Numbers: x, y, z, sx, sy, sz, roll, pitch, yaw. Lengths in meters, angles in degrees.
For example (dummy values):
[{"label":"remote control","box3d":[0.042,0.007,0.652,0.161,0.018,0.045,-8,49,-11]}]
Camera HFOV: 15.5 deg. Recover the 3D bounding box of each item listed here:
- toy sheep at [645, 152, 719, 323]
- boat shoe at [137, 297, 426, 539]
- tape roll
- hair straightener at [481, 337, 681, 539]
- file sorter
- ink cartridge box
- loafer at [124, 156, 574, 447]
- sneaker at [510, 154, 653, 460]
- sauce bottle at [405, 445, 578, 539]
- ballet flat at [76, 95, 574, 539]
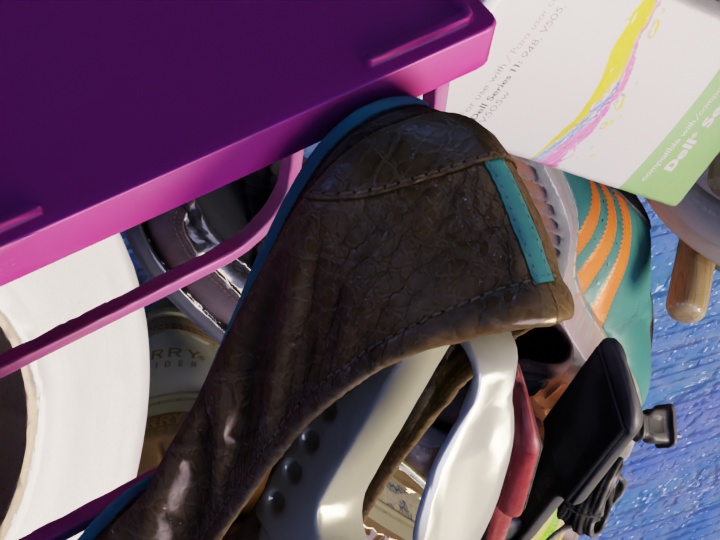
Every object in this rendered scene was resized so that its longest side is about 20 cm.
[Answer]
[{"label":"toy sheep","box3d":[0.157,-0.057,0.948,0.138,0.138,0.200,-29,160,-22]},{"label":"boat shoe","box3d":[-0.011,0.077,0.923,0.073,0.063,0.200,-17,143,24]},{"label":"tape roll","box3d":[-0.141,0.049,0.745,0.203,0.037,0.203,-20,116,-46]},{"label":"hair straightener","box3d":[0.080,0.076,0.943,0.077,0.041,0.200,-12,153,-8]},{"label":"file sorter","box3d":[-0.091,-0.052,0.606,0.139,0.200,0.125,-26,149,-26]},{"label":"ink cartridge box","box3d":[0.030,-0.093,0.769,0.067,0.117,0.200,-51,149,17]},{"label":"loafer","box3d":[0.000,0.000,0.870,0.063,0.072,0.200,-20,148,26]},{"label":"sneaker","box3d":[0.061,-0.017,0.962,0.200,0.071,0.080,67,32,-44]},{"label":"sauce bottle","box3d":[0.022,0.066,1.007,0.065,0.065,0.200,-45,145,4]},{"label":"ballet flat","box3d":[-0.013,0.054,0.571,0.068,0.072,0.200,-11,143,-48]}]
